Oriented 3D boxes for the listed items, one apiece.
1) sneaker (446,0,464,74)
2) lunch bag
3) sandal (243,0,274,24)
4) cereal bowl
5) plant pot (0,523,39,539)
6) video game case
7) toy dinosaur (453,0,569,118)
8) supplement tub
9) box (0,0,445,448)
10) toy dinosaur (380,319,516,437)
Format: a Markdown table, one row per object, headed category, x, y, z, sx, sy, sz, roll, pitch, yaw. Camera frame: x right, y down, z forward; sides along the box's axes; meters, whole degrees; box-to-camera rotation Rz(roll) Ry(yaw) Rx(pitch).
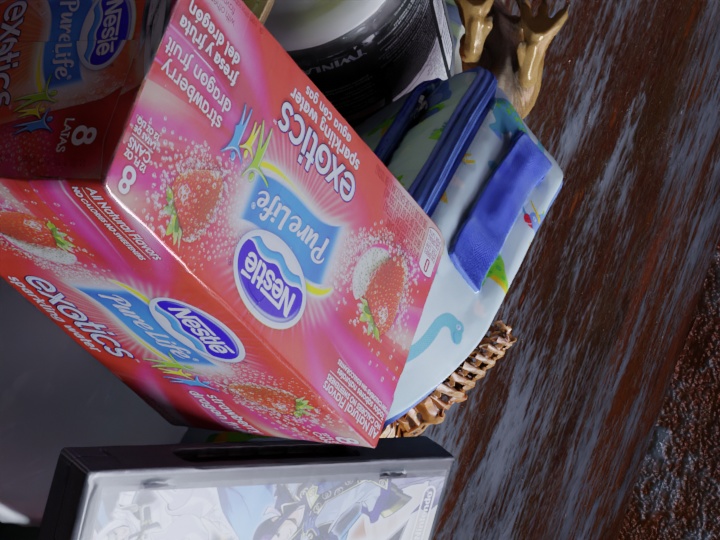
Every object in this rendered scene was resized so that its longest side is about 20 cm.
| category | x | y | z | sx | sy | sz | roll | pitch | yaw |
| --- | --- | --- | --- | --- | --- | --- | --- | --- | --- |
| sneaker | 0.015 | -0.120 | 1.414 | 0.067 | 0.090 | 0.201 | -35 | -152 | 51 |
| lunch bag | 0.000 | 0.000 | 1.141 | 0.160 | 0.083 | 0.200 | -29 | -163 | 32 |
| sandal | -0.092 | -0.100 | 1.094 | 0.070 | 0.077 | 0.213 | 33 | 76 | -65 |
| cereal bowl | -0.137 | -0.005 | 1.002 | 0.200 | 0.083 | 0.202 | -7 | 98 | -56 |
| plant pot | -0.112 | 0.177 | 1.140 | 0.197 | 0.200 | 0.200 | -59 | 168 | 14 |
| video game case | -0.061 | 0.162 | 1.035 | 0.180 | 0.025 | 0.201 | 1 | 112 | -40 |
| toy dinosaur | 0.073 | -0.091 | 1.332 | 0.107 | 0.060 | 0.201 | 90 | 3 | -54 |
| supplement tub | -0.020 | -0.119 | 1.240 | 0.123 | 0.122 | 0.200 | -63 | 166 | -13 |
| box | -0.064 | -0.023 | 0.948 | 0.200 | 0.099 | 0.096 | 47 | 55 | -49 |
| toy dinosaur | -0.012 | 0.058 | 1.405 | 0.199 | 0.136 | 0.102 | -33 | -146 | 11 |
